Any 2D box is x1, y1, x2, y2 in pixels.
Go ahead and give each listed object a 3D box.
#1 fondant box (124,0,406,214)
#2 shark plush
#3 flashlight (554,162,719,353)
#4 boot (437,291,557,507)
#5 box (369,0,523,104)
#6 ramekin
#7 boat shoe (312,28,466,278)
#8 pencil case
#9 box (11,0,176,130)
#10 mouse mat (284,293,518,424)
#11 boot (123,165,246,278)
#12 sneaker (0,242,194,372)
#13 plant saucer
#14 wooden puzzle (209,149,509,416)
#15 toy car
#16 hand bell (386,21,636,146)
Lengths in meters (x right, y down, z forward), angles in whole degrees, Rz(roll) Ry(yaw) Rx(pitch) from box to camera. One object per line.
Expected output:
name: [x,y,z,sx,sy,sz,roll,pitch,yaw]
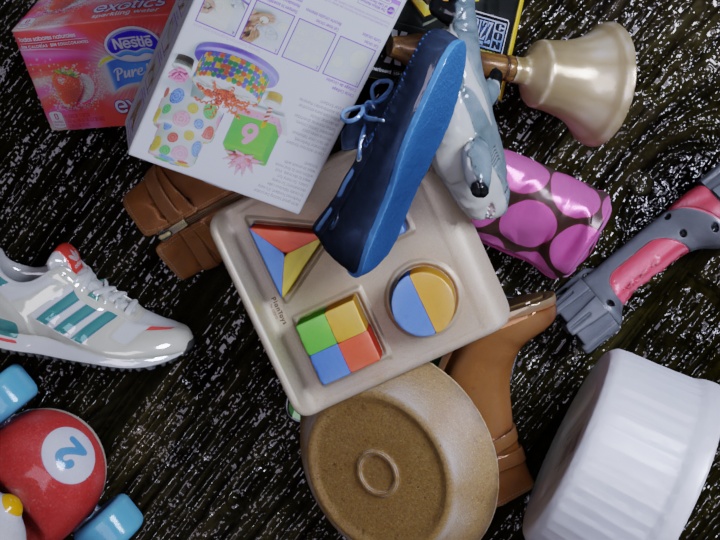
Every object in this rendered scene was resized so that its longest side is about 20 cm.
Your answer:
fondant box: [-0.069,-0.157,0.867,0.143,0.058,0.202,18,113,-26]
shark plush: [0.077,-0.139,0.922,0.082,0.090,0.203,-11,91,-39]
flashlight: [0.260,-0.007,1.040,0.199,0.068,0.068,-41,97,2]
boot: [0.113,0.122,1.035,0.198,0.077,0.157,-31,89,9]
box: [0.045,-0.233,0.974,0.198,0.049,0.162,6,103,-34]
ramekin: [0.214,0.165,0.995,0.097,0.200,0.203,27,95,5]
boat shoe: [0.011,-0.088,0.870,0.068,0.084,0.202,34,116,18]
pencil case: [0.112,-0.059,1.024,0.197,0.091,0.095,21,94,-4]
box: [-0.162,-0.186,0.965,0.197,0.103,0.096,-1,128,17]
mouse mat: [0.041,0.081,1.078,0.197,0.008,0.164,14,96,-3]
boot: [-0.096,-0.033,1.028,0.154,0.077,0.201,-35,106,11]
sneaker: [-0.241,0.028,1.039,0.196,0.070,0.095,8,102,2]
plant saucer: [0.022,0.168,1.023,0.198,0.035,0.204,9,107,29]
wooden puzzle: [0.000,0.000,0.962,0.198,0.046,0.187,-25,96,4]
toy car: [-0.305,0.208,0.993,0.176,0.200,0.185,-39,95,4]
hand bell: [0.114,-0.167,0.970,0.197,0.104,0.106,6,96,-23]
